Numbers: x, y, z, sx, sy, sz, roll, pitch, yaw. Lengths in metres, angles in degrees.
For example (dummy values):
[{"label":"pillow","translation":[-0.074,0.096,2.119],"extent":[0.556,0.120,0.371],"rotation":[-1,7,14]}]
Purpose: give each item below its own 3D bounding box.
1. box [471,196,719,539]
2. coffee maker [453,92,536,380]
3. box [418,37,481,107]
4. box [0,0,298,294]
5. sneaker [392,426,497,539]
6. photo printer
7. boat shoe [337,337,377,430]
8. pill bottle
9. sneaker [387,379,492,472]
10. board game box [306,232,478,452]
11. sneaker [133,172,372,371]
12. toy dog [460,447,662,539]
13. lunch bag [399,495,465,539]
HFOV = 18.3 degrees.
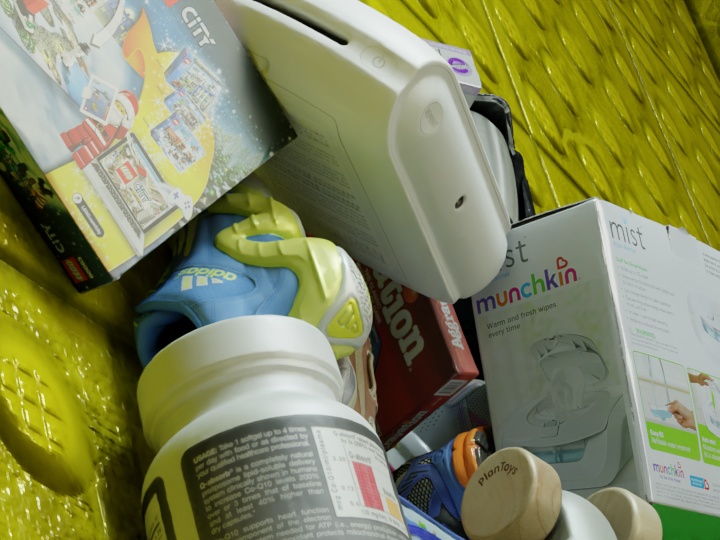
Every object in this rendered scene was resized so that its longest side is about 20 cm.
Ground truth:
[{"label":"box","translation":[0.161,0.070,1.287],"extent":[0.200,0.096,0.178],"rotation":[17,59,-54]},{"label":"coffee maker","translation":[0.076,0.014,1.447],"extent":[0.192,0.134,0.201],"rotation":[48,22,-38]},{"label":"box","translation":[-0.022,-0.132,1.383],"extent":[0.199,0.042,0.039],"rotation":[12,40,-25]},{"label":"box","translation":[-0.134,-0.110,1.072],"extent":[0.136,0.038,0.201],"rotation":[-40,104,-35]},{"label":"sneaker","translation":[0.072,0.173,1.285],"extent":[0.075,0.078,0.201],"rotation":[-70,142,-53]},{"label":"photo printer","translation":[-0.012,-0.080,1.186],"extent":[0.166,0.070,0.200],"rotation":[28,-19,30]},{"label":"boat shoe","translation":[-0.026,0.058,1.201],"extent":[0.200,0.075,0.072],"rotation":[-84,155,-63]},{"label":"pill bottle","translation":[-0.033,0.127,0.980],"extent":[0.116,0.116,0.201],"rotation":[39,28,-51]},{"label":"sneaker","translation":[0.113,0.110,1.349],"extent":[0.199,0.089,0.081],"rotation":[15,17,-37]},{"label":"board game box","translation":[0.000,0.000,1.305],"extent":[0.019,0.103,0.201],"rotation":[5,54,-41]},{"label":"sneaker","translation":[-0.080,0.003,1.111],"extent":[0.200,0.105,0.076],"rotation":[25,-48,60]},{"label":"toy dog","translation":[0.082,0.176,1.017],"extent":[0.132,0.096,0.200],"rotation":[40,33,-14]},{"label":"lunch bag","translation":[0.041,0.204,1.137],"extent":[0.200,0.082,0.161],"rotation":[41,24,-52]}]
